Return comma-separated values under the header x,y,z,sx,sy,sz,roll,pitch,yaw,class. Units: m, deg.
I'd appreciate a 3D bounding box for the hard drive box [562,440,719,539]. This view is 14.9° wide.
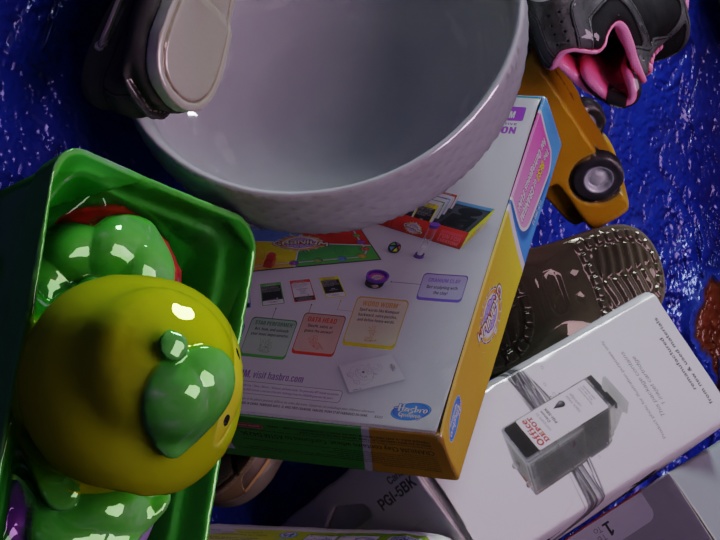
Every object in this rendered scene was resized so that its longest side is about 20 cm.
x,y,z,sx,sy,sz,roll,pitch,yaw,class
0.163,0.158,1.493,0.077,0.156,0.200,57,26,7,hard drive box

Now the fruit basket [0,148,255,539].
x,y,z,sx,sy,sz,roll,pitch,yaw,class
-0.102,0.054,1.198,0.155,0.215,0.216,23,72,-47,fruit basket

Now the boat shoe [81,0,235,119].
x,y,z,sx,sy,sz,roll,pitch,yaw,class
-0.079,-0.158,1.289,0.067,0.057,0.200,50,49,-43,boat shoe

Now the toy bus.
x,y,z,sx,sy,sz,roll,pitch,yaw,class
0.071,-0.102,1.490,0.200,0.078,0.065,53,15,-34,toy bus

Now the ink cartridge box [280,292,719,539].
x,y,z,sx,sy,sz,roll,pitch,yaw,class
0.071,0.108,1.412,0.200,0.147,0.083,-27,80,-40,ink cartridge box

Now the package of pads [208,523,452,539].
x,y,z,sx,sy,sz,roll,pitch,yaw,class
-0.032,0.222,1.307,0.068,0.154,0.201,-9,98,-69,package of pads

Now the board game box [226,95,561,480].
x,y,z,sx,sy,sz,roll,pitch,yaw,class
0.000,0.000,1.340,0.040,0.153,0.200,65,37,-51,board game box

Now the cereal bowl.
x,y,z,sx,sy,sz,roll,pitch,yaw,class
-0.014,-0.100,1.330,0.083,0.200,0.200,71,36,-59,cereal bowl

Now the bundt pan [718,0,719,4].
x,y,z,sx,sy,sz,roll,pitch,yaw,class
0.291,-0.204,1.762,0.202,0.076,0.202,3,86,-49,bundt pan

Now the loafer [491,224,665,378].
x,y,z,sx,sy,sz,roll,pitch,yaw,class
0.072,0.024,1.495,0.200,0.068,0.076,-8,77,-29,loafer

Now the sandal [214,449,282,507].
x,y,z,sx,sy,sz,roll,pitch,yaw,class
-0.017,0.047,1.389,0.054,0.080,0.200,46,61,-25,sandal

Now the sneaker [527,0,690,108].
x,y,z,sx,sy,sz,roll,pitch,yaw,class
0.128,-0.124,1.439,0.200,0.079,0.096,16,54,-63,sneaker
